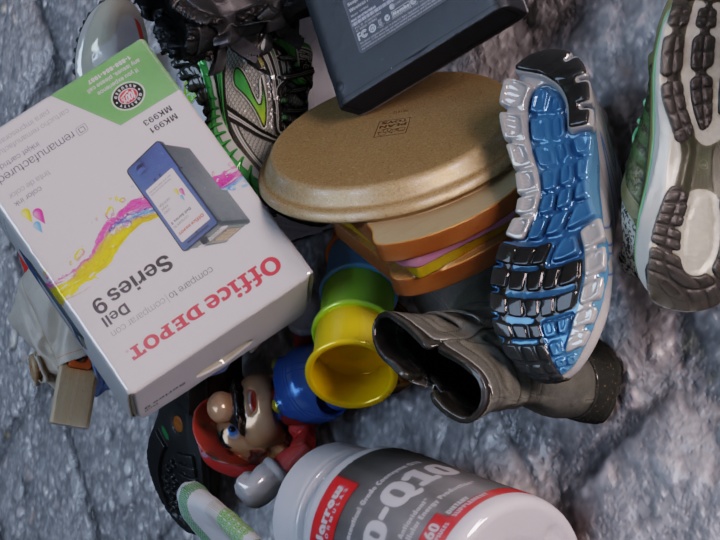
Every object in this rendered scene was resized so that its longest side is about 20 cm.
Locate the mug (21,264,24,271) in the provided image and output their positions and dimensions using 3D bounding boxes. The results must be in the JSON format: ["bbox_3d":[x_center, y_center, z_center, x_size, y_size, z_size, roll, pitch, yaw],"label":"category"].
[{"bbox_3d":[-0.215,-0.041,1.594,0.152,0.114,0.185,-28,64,49],"label":"mug"}]

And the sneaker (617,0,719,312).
[{"bbox_3d":[0.177,-0.079,1.104,0.089,0.077,0.200,9,90,66],"label":"sneaker"}]

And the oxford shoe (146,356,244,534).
[{"bbox_3d":[-0.116,0.121,1.481,0.073,0.084,0.200,37,134,34],"label":"oxford shoe"}]

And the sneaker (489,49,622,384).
[{"bbox_3d":[0.129,-0.026,1.141,0.075,0.087,0.200,-5,70,30],"label":"sneaker"}]

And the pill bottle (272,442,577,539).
[{"bbox_3d":[0.035,0.176,1.220,0.200,0.114,0.114,13,96,54],"label":"pill bottle"}]

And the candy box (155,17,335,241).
[{"bbox_3d":[-0.094,-0.101,1.473,0.200,0.072,0.168,-17,72,51],"label":"candy box"}]

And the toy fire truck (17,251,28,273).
[{"bbox_3d":[-0.168,0.010,1.436,0.049,0.200,0.141,63,143,37],"label":"toy fire truck"}]

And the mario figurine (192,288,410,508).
[{"bbox_3d":[-0.057,0.087,1.358,0.106,0.123,0.200,47,128,-8],"label":"mario figurine"}]

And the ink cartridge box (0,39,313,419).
[{"bbox_3d":[-0.144,-0.026,1.252,0.200,0.145,0.088,55,168,10],"label":"ink cartridge box"}]

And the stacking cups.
[{"bbox_3d":[0.000,0.000,1.280,0.061,0.060,0.200,-51,22,37],"label":"stacking cups"}]

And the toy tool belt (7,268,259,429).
[{"bbox_3d":[-0.138,0.044,1.344,0.123,0.200,0.125,66,151,25],"label":"toy tool belt"}]

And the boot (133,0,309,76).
[{"bbox_3d":[-0.089,-0.231,1.332,0.198,0.162,0.073,58,155,27],"label":"boot"}]

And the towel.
[{"bbox_3d":[-0.049,0.236,1.322,0.031,0.149,0.200,-40,36,-13],"label":"towel"}]

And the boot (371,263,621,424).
[{"bbox_3d":[0.060,0.034,1.191,0.200,0.131,0.068,37,115,50],"label":"boot"}]

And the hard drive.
[{"bbox_3d":[0.016,-0.221,1.237,0.140,0.033,0.200,-29,68,31],"label":"hard drive"}]

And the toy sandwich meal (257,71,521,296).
[{"bbox_3d":[0.032,-0.061,1.237,0.205,0.205,0.070,27,140,52],"label":"toy sandwich meal"}]

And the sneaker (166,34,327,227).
[{"bbox_3d":[-0.065,-0.116,1.332,0.085,0.078,0.200,-36,66,18],"label":"sneaker"}]

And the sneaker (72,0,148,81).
[{"bbox_3d":[-0.168,-0.114,1.473,0.093,0.070,0.200,-3,81,37],"label":"sneaker"}]
